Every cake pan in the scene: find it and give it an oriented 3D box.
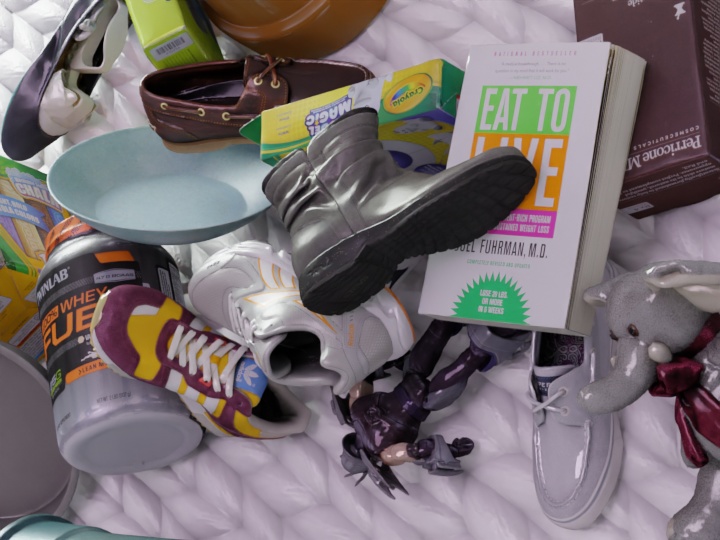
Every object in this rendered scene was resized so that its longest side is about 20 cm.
[{"bbox_3d":[-0.327,0.140,1.852,0.200,0.037,0.201,5,112,13],"label":"cake pan"}]

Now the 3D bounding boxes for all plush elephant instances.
[{"bbox_3d":[0.214,0.062,1.416,0.155,0.165,0.200,26,75,-2],"label":"plush elephant"}]

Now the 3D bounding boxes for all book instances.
[{"bbox_3d":[0.118,-0.059,1.533,0.134,0.048,0.200,5,82,40],"label":"book"}]

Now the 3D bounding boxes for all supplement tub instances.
[{"bbox_3d":[-0.201,0.057,1.794,0.122,0.122,0.200,-30,57,28],"label":"supplement tub"}]

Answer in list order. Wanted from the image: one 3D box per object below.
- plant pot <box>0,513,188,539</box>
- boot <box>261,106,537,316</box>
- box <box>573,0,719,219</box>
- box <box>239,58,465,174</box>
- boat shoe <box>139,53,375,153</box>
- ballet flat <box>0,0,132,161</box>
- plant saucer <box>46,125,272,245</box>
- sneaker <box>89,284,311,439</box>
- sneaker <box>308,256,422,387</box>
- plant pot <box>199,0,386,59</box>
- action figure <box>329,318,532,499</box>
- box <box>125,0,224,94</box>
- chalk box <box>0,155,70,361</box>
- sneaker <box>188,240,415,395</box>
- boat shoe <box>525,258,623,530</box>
[{"bbox_3d":[-0.167,0.284,1.652,0.196,0.200,0.200,-4,72,31],"label":"plant pot"},{"bbox_3d":[0.019,-0.068,1.536,0.200,0.068,0.131,-30,57,20],"label":"boot"},{"bbox_3d":[0.214,-0.148,1.559,0.100,0.075,0.200,-19,65,33],"label":"box"},{"bbox_3d":[0.014,-0.102,1.677,0.200,0.117,0.048,-12,67,37],"label":"box"},{"bbox_3d":[-0.084,-0.141,1.767,0.200,0.070,0.070,-8,43,16],"label":"boat shoe"},{"bbox_3d":[-0.258,-0.181,1.963,0.073,0.073,0.200,32,94,42],"label":"ballet flat"},{"bbox_3d":[-0.155,-0.063,1.783,0.201,0.201,0.039,29,129,42],"label":"plant saucer"},{"bbox_3d":[-0.119,0.069,1.672,0.090,0.200,0.075,1,65,41],"label":"sneaker"},{"bbox_3d":[0.000,0.000,1.689,0.079,0.130,0.199,34,138,14],"label":"sneaker"},{"bbox_3d":[-0.091,-0.294,1.786,0.200,0.183,0.200,-14,66,36],"label":"plant pot"},{"bbox_3d":[0.050,0.087,1.618,0.200,0.069,0.130,-50,57,19],"label":"action figure"},{"bbox_3d":[-0.170,-0.237,1.868,0.048,0.122,0.200,-26,56,7],"label":"box"},{"bbox_3d":[-0.338,-0.025,1.937,0.124,0.124,0.200,-43,52,22],"label":"chalk box"},{"bbox_3d":[-0.063,0.038,1.600,0.200,0.076,0.092,12,39,38],"label":"sneaker"},{"bbox_3d":[0.146,0.079,1.535,0.072,0.068,0.200,2,76,40],"label":"boat shoe"}]
